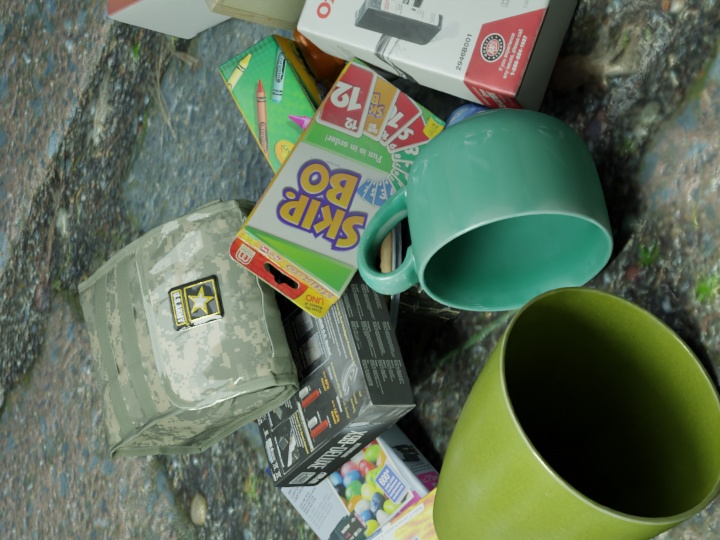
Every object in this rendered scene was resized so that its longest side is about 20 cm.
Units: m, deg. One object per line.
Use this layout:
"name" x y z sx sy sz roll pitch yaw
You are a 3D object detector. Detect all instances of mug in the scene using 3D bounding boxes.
"mug" 0.096 -0.054 1.474 0.152 0.183 0.115 117 149 -56

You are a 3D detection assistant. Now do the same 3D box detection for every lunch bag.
"lunch bag" -0.137 0.049 1.582 0.200 0.117 0.165 -33 64 45

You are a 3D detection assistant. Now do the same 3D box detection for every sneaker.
"sneaker" 0.077 -0.048 1.603 0.089 0.078 0.201 -114 42 -64

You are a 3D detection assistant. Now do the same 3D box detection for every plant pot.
"plant pot" 0.138 0.146 1.395 0.200 0.186 0.188 -53 43 46

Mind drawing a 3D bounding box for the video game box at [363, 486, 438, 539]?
"video game box" 0.047 0.289 1.511 0.200 0.047 0.183 -41 54 37

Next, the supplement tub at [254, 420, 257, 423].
"supplement tub" -0.088 0.041 1.761 0.107 0.106 0.201 -54 43 30

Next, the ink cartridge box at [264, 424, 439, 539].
"ink cartridge box" -0.007 0.175 1.631 0.200 0.042 0.120 49 122 28

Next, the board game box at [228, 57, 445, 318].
"board game box" -0.018 -0.067 1.530 0.201 0.095 0.030 -58 8 -21

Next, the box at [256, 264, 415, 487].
"box" -0.040 0.057 1.585 0.158 0.049 0.201 -43 55 44

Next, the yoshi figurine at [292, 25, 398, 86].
"yoshi figurine" 0.040 -0.236 1.648 0.199 0.112 0.112 -35 89 10

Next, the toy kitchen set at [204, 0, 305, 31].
"toy kitchen set" -0.059 -0.346 1.751 0.163 0.179 0.201 -51 50 31

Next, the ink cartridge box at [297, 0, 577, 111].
"ink cartridge box" 0.067 -0.225 1.543 0.199 0.084 0.146 19 88 20

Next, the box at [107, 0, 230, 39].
"box" -0.177 -0.363 1.975 0.152 0.106 0.202 -14 70 51

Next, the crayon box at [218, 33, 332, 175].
"crayon box" -0.051 -0.134 1.655 0.058 0.200 0.119 -30 88 10

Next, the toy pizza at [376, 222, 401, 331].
"toy pizza" 0.000 0.000 1.648 0.200 0.031 0.202 -178 90 -79
